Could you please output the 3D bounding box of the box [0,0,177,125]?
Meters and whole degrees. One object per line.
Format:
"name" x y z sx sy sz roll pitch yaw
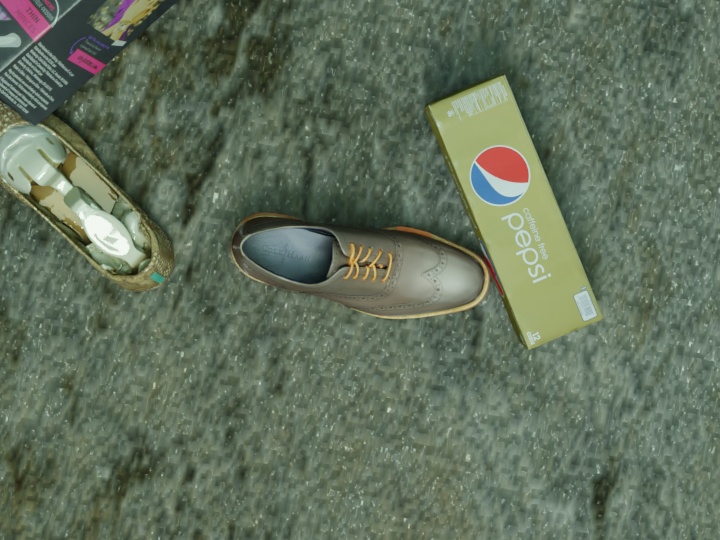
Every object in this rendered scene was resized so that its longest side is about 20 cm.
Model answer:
"box" -0.217 -0.224 1.574 0.200 0.106 0.122 -42 72 0

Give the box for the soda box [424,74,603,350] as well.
"soda box" 0.115 -0.045 1.627 0.064 0.068 0.200 -22 93 -1

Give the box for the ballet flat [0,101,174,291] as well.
"ballet flat" -0.218 -0.062 1.616 0.200 0.065 0.071 40 90 -3

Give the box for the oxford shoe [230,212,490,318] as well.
"oxford shoe" 0.000 0.000 1.622 0.200 0.073 0.071 6 93 -2
